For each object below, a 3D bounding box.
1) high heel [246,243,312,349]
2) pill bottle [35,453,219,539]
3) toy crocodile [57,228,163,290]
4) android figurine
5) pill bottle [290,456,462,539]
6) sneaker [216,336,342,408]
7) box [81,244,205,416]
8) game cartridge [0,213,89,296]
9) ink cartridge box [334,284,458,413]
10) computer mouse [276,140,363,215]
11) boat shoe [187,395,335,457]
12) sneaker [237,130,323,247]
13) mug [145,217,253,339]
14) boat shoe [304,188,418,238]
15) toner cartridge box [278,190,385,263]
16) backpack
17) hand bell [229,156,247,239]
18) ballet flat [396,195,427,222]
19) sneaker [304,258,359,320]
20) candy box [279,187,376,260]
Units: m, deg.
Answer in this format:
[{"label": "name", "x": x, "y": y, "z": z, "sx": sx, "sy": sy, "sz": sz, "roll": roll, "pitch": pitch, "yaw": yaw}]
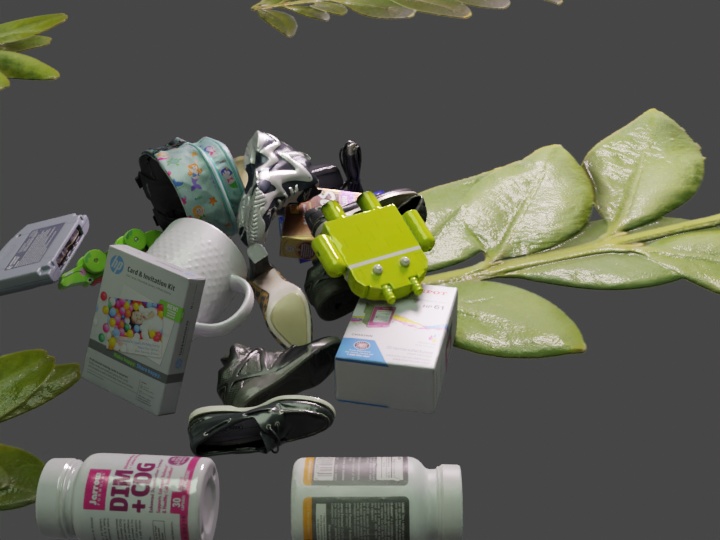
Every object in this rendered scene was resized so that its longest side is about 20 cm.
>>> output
[{"label": "high heel", "x": -0.119, "y": 0.065, "z": 1.718, "sx": 0.071, "sy": 0.143, "sz": 0.201, "roll": -24, "pitch": 73, "yaw": -10}, {"label": "pill bottle", "x": -0.279, "y": 0.278, "z": 1.346, "sx": 0.199, "sy": 0.114, "sz": 0.114, "roll": 1, "pitch": 34, "yaw": 6}, {"label": "toy crocodile", "x": -0.407, "y": -0.016, "z": 1.841, "sx": 0.200, "sy": 0.062, "sz": 0.067, "roll": -32, "pitch": 4, "yaw": -33}, {"label": "android figurine", "x": 0.023, "y": -0.032, "z": 1.654, "sx": 0.181, "sy": 0.041, "sz": 0.200, "roll": -14, "pitch": 55, "yaw": -22}, {"label": "pill bottle", "x": 0.019, "y": 0.279, "z": 1.326, "sx": 0.199, "sy": 0.117, "sz": 0.117, "roll": 0, "pitch": 34, "yaw": 2}, {"label": "sneaker", "x": -0.121, "y": 0.131, "z": 1.587, "sx": 0.199, "sy": 0.076, "sz": 0.114, "roll": -30, "pitch": 49, "yaw": -27}, {"label": "box", "x": -0.306, "y": 0.082, "z": 1.566, "sx": 0.155, "sy": 0.201, "sz": 0.041, "roll": 21, "pitch": 11, "yaw": 29}, {"label": "game cartridge", "x": -0.539, "y": -0.026, "z": 1.850, "sx": 0.133, "sy": 0.041, "sz": 0.200, "roll": -9, "pitch": 30, "yaw": 11}, {"label": "ink cartridge box", "x": 0.055, "y": 0.103, "z": 1.611, "sx": 0.144, "sy": 0.085, "sz": 0.200, "roll": 6, "pitch": 34, "yaw": 12}, {"label": "computer mouse", "x": -0.085, "y": -0.142, "z": 1.932, "sx": 0.199, "sy": 0.139, "sz": 0.053, "roll": -11, "pitch": 35, "yaw": -13}, {"label": "boat shoe", "x": -0.132, "y": 0.213, "z": 1.471, "sx": 0.198, "sy": 0.075, "sz": 0.066, "roll": -2, "pitch": 36, "yaw": 2}, {"label": "sneaker", "x": -0.119, "y": -0.116, "z": 1.760, "sx": 0.129, "sy": 0.080, "sz": 0.200, "roll": 14, "pitch": 54, "yaw": -23}, {"label": "mug", "x": -0.253, "y": 0.038, "z": 1.671, "sx": 0.199, "sy": 0.148, "sz": 0.176, "roll": 15, "pitch": 48, "yaw": 22}, {"label": "boat shoe", "x": 0.002, "y": -0.100, "z": 1.780, "sx": 0.199, "sy": 0.073, "sz": 0.063, "roll": -21, "pitch": 52, "yaw": -28}, {"label": "toner cartridge box", "x": -0.031, "y": -0.076, "z": 1.917, "sx": 0.199, "sy": 0.043, "sz": 0.095, "roll": -16, "pitch": 36, "yaw": -19}, {"label": "backpack", "x": -0.266, "y": -0.124, "z": 1.801, "sx": 0.150, "sy": 0.178, "sz": 0.200, "roll": -24, "pitch": 18, "yaw": -13}, {"label": "hand bell", "x": -0.223, "y": -0.095, "z": 1.941, "sx": 0.104, "sy": 0.104, "sz": 0.200, "roll": 10, "pitch": 48, "yaw": 17}, {"label": "ballet flat", "x": 0.021, "y": -0.067, "z": 1.733, "sx": 0.200, "sy": 0.057, "sz": 0.066, "roll": -24, "pitch": 34, "yaw": -33}, {"label": "sneaker", "x": 0.000, "y": 0.000, "z": 1.760, "sx": 0.199, "sy": 0.076, "sz": 0.114, "roll": -22, "pitch": 45, "yaw": -18}, {"label": "candy box", "x": -0.028, "y": -0.071, "z": 1.835, "sx": 0.199, "sy": 0.057, "sz": 0.117, "roll": 6, "pitch": 53, "yaw": -2}]
